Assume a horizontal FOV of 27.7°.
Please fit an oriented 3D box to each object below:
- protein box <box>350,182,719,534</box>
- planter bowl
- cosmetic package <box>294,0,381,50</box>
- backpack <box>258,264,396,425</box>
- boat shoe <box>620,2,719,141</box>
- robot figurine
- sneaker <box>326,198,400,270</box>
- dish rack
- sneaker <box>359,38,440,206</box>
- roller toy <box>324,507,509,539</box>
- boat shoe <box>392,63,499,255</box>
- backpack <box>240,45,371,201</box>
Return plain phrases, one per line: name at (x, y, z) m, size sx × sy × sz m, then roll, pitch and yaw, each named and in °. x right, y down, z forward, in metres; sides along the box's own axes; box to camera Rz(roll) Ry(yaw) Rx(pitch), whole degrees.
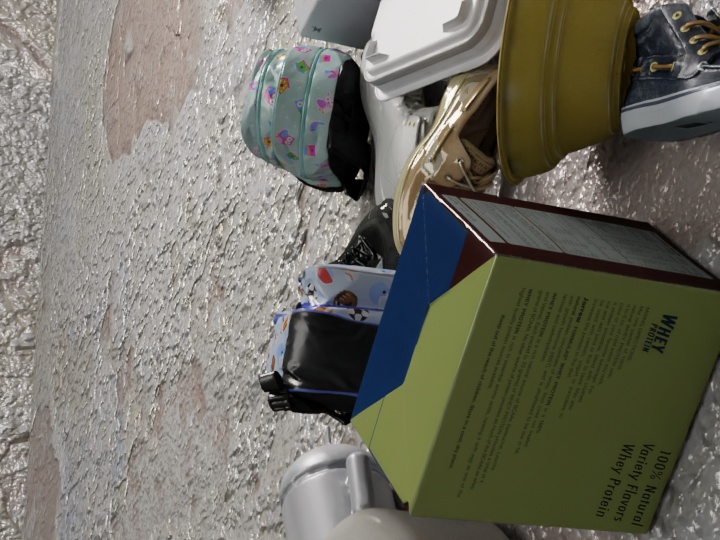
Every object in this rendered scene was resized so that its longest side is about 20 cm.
protein box at (0.127, 0.065, 1.056) m, size 0.135 × 0.198 × 0.200 m, roll -128°, pitch 51°, yaw -59°
planter bowl at (0.169, -0.162, 1.132) m, size 0.200 × 0.083 × 0.202 m, roll 8°, pitch -90°, yaw -72°
cosmetic package at (0.011, -0.377, 1.567) m, size 0.200 × 0.122 × 0.201 m, roll 123°, pitch 148°, yaw -44°
backpack at (-0.001, 0.073, 1.306) m, size 0.190 × 0.198 × 0.155 m, roll 144°, pitch 138°, yaw -71°
boat shoe at (0.244, -0.146, 1.017) m, size 0.200 × 0.070 × 0.092 m, roll 177°, pitch 96°, yaw -68°
robot figurine at (-0.018, 0.254, 1.436) m, size 0.170 × 0.112 × 0.201 m, roll 115°, pitch 151°, yaw -41°
sneaker at (0.000, 0.000, 1.470) m, size 0.067 × 0.090 × 0.200 m, roll 52°, pitch 154°, yaw 12°
dish rack at (0.075, -0.259, 1.393) m, size 0.199 × 0.043 × 0.173 m, roll -14°, pitch 55°, yaw 53°
sneaker at (0.058, -0.158, 1.461) m, size 0.115 × 0.073 × 0.202 m, roll -30°, pitch 64°, yaw 58°
roller toy at (0.052, 0.291, 1.231) m, size 0.182 × 0.139 × 0.201 m, roll 44°, pitch 120°, yaw 50°
boat shoe at (0.089, -0.098, 1.327) m, size 0.064 × 0.071 × 0.202 m, roll 9°, pitch 77°, yaw 58°
backpack at (-0.050, -0.164, 1.560) m, size 0.200 × 0.125 × 0.169 m, roll 10°, pitch -97°, yaw -81°
